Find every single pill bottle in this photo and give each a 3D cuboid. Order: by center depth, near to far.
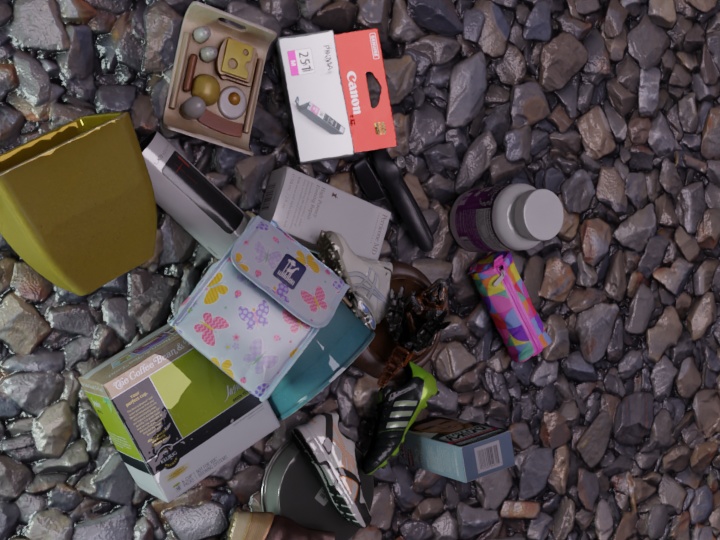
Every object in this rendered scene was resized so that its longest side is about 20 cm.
[{"bbox_3d":[0.246,-0.088,1.733,0.112,0.200,0.113,1,89,-29],"label":"pill bottle"}]

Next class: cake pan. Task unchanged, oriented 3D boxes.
[{"bbox_3d":[-0.061,0.354,1.647,0.199,0.037,0.202,0,89,-29],"label":"cake pan"}]

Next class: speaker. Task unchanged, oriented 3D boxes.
[{"bbox_3d":[-0.257,-0.111,1.521,0.200,0.081,0.081,44,70,-21],"label":"speaker"}]

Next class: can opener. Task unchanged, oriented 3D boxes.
[{"bbox_3d":[0.068,-0.119,1.724,0.200,0.078,0.064,54,27,-21],"label":"can opener"}]

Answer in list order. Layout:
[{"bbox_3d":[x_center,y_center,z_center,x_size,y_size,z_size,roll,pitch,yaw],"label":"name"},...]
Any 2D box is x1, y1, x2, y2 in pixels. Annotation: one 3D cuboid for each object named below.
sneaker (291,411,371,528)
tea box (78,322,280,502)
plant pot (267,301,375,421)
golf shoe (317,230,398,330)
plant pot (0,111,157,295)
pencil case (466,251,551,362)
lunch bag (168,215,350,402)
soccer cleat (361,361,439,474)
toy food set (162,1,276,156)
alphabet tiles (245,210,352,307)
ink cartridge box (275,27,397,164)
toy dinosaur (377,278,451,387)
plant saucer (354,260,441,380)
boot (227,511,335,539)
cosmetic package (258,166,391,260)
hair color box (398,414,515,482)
[{"bbox_3d":[-0.026,0.310,1.604,0.080,0.074,0.201,-34,106,-27],"label":"sneaker"},{"bbox_3d":[-0.260,0.189,1.483,0.199,0.133,0.198,-31,105,-26],"label":"tea box"},{"bbox_3d":[-0.113,0.090,1.545,0.200,0.200,0.188,-43,93,-23],"label":"plant pot"},{"bbox_3d":[0.000,0.000,1.611,0.097,0.078,0.201,-36,133,-13],"label":"golf shoe"},{"bbox_3d":[-0.384,-0.082,1.392,0.194,0.195,0.201,-32,111,-26],"label":"plant pot"},{"bbox_3d":[0.262,0.061,1.808,0.088,0.088,0.201,-36,107,-25],"label":"pencil case"},{"bbox_3d":[-0.136,0.046,1.392,0.169,0.127,0.200,41,79,-7],"label":"lunch bag"},{"bbox_3d":[0.049,0.239,1.674,0.081,0.067,0.200,39,66,-7],"label":"soccer cleat"},{"bbox_3d":[-0.209,-0.288,1.561,0.143,0.060,0.201,15,83,-28],"label":"toy food set"},{"bbox_3d":[-0.091,-0.017,1.540,0.006,0.166,0.200,-49,149,-5],"label":"alphabet tiles"},{"bbox_3d":[-0.034,-0.281,1.645,0.172,0.044,0.201,-11,95,-11],"label":"ink cartridge box"},{"bbox_3d":[0.090,0.098,1.655,0.101,0.136,0.201,9,68,4],"label":"toy dinosaur"},{"bbox_3d":[0.061,0.085,1.724,0.199,0.032,0.202,0,90,-28],"label":"plant saucer"},{"bbox_3d":[-0.136,0.472,1.559,0.165,0.072,0.201,18,84,-12],"label":"boot"},{"bbox_3d":[-0.058,-0.080,1.637,0.199,0.074,0.102,20,80,-26],"label":"cosmetic package"},{"bbox_3d":[0.149,0.286,1.673,0.098,0.200,0.061,-12,96,-28],"label":"hair color box"}]
